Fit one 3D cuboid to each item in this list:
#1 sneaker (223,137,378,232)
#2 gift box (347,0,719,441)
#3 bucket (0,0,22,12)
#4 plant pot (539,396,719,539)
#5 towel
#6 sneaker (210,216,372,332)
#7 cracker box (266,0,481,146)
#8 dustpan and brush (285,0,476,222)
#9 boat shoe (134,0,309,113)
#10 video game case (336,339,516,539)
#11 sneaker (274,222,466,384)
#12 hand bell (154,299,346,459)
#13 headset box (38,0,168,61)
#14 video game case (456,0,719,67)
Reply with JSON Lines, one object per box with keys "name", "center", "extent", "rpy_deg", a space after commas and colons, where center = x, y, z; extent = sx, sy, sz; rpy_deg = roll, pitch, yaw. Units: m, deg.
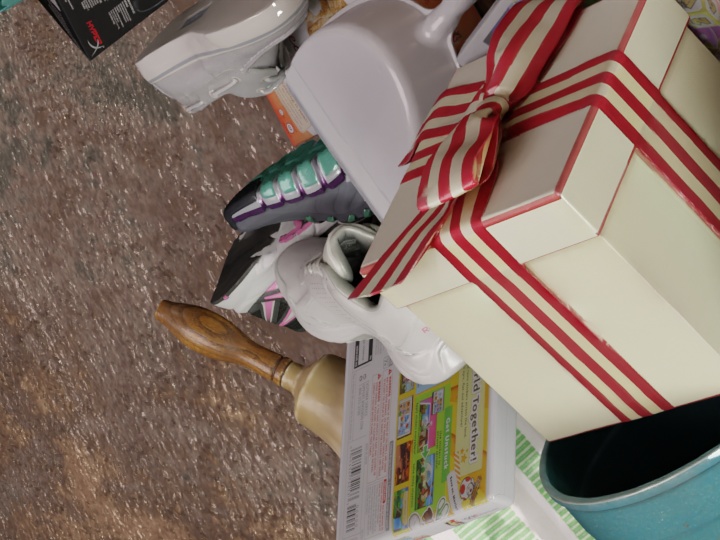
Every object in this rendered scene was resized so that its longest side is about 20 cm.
{"name": "sneaker", "center": [0.000, -0.051, 1.549], "extent": [0.199, 0.074, 0.088], "rpy_deg": [-25, 103, 30]}
{"name": "gift box", "center": [0.110, -0.027, 1.281], "extent": [0.199, 0.185, 0.187], "rpy_deg": [-24, 122, 42]}
{"name": "bucket", "center": [-0.269, -0.300, 1.738], "extent": [0.207, 0.134, 0.208], "rpy_deg": [35, 141, 34]}
{"name": "plant pot", "center": [0.233, 0.131, 1.313], "extent": [0.188, 0.200, 0.200], "rpy_deg": [53, 152, -16]}
{"name": "towel", "center": [0.119, 0.156, 1.528], "extent": [0.153, 0.023, 0.200], "rpy_deg": [49, 132, 10]}
{"name": "sneaker", "center": [-0.022, -0.022, 1.680], "extent": [0.086, 0.081, 0.200], "rpy_deg": [28, 142, -20]}
{"name": "cracker box", "center": [-0.013, -0.174, 1.540], "extent": [0.135, 0.057, 0.200], "rpy_deg": [61, 149, -3]}
{"name": "dustpan and brush", "center": [0.032, -0.130, 1.424], "extent": [0.140, 0.057, 0.200], "rpy_deg": [55, 151, 16]}
{"name": "boat shoe", "center": [-0.082, -0.146, 1.551], "extent": [0.069, 0.072, 0.199], "rpy_deg": [46, 146, -17]}
{"name": "video game case", "center": [0.045, 0.080, 1.562], "extent": [0.182, 0.023, 0.202], "rpy_deg": [-29, 51, 51]}
{"name": "sneaker", "center": [0.000, 0.000, 1.536], "extent": [0.199, 0.078, 0.100], "rpy_deg": [20, 151, 52]}
{"name": "hand bell", "center": [-0.064, 0.072, 1.713], "extent": [0.199, 0.104, 0.105], "rpy_deg": [25, 138, 15]}
{"name": "headset box", "center": [-0.135, -0.252, 1.514], "extent": [0.075, 0.200, 0.149], "rpy_deg": [48, 172, 23]}
{"name": "video game case", "center": [0.154, -0.137, 1.290], "extent": [0.143, 0.018, 0.200], "rpy_deg": [32, 143, -5]}
